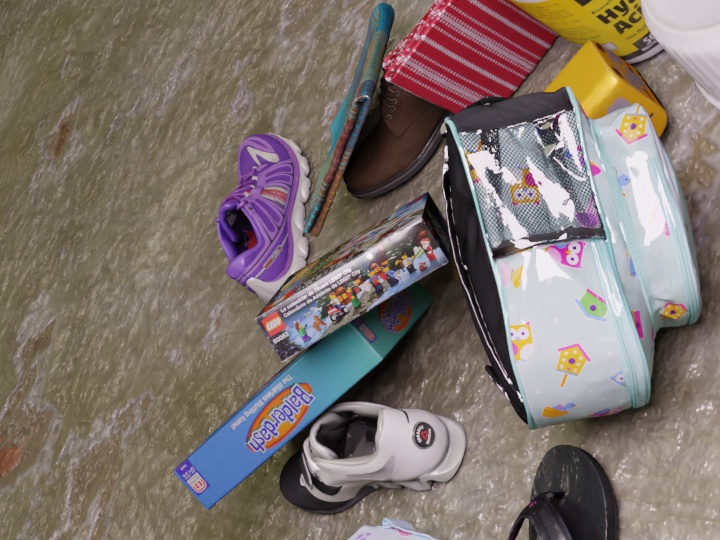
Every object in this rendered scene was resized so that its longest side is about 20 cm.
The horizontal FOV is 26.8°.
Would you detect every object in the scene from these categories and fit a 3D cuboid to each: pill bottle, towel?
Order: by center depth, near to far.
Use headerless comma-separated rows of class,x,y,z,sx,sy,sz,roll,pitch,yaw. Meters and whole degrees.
pill bottle,0.148,-0.229,1.069,0.111,0.200,0.112,-13,68,36
towel,0.116,-0.210,1.177,0.200,0.144,0.023,-52,53,17
towel,-0.009,-0.135,1.315,0.200,0.022,0.147,-77,8,-58

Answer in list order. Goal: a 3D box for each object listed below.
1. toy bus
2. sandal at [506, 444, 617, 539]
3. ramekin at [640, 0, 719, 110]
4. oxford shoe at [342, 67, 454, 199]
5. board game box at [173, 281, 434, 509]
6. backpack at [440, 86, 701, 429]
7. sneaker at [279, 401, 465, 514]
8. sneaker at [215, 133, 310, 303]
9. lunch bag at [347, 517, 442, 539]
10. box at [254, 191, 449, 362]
toy bus,0.135,-0.064,1.103,0.200,0.078,0.065,-49,34,22
sandal,0.121,0.202,0.961,0.075,0.048,0.201,-22,52,48
ramekin,0.271,-0.203,0.990,0.202,0.094,0.203,-35,41,38
oxford shoe,0.039,-0.144,1.296,0.200,0.084,0.073,-48,37,26
board game box,-0.042,0.089,1.195,0.200,0.045,0.152,-43,0,24
backpack,0.136,-0.002,0.963,0.153,0.176,0.201,-6,79,7
sneaker,-0.016,0.136,1.173,0.200,0.088,0.074,-25,50,47
sneaker,-0.098,-0.063,1.435,0.081,0.083,0.200,-41,37,31
lunch bag,0.020,0.267,0.967,0.169,0.127,0.201,6,80,62
box,0.000,0.000,1.126,0.136,0.038,0.200,-31,5,7
